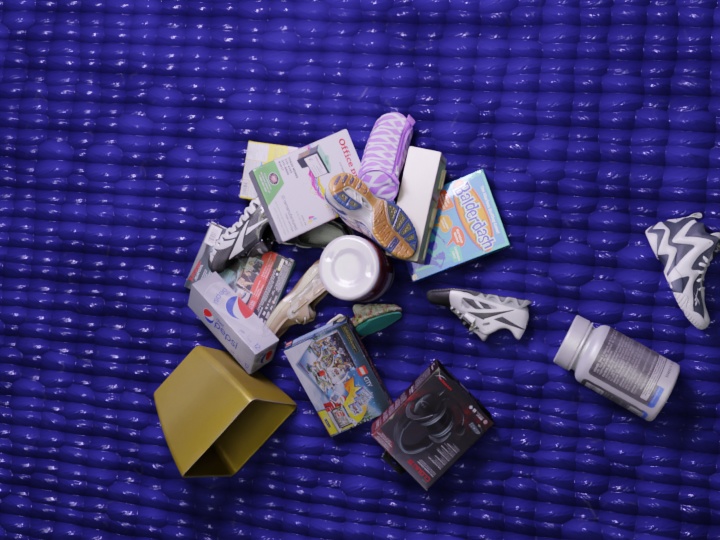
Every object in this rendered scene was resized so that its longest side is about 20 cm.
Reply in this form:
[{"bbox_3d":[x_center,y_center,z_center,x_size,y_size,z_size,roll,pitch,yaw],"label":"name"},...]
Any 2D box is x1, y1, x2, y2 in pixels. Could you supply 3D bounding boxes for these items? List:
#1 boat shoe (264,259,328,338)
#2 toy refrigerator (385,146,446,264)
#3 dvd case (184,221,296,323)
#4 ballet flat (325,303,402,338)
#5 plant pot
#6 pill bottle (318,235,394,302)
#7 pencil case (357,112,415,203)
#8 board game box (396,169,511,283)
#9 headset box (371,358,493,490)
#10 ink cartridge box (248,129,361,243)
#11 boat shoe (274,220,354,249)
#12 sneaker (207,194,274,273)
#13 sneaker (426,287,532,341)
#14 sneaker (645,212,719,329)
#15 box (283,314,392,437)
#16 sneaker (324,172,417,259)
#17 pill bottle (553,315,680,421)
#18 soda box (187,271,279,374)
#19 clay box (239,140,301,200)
[{"bbox_3d":[-0.117,0.073,1.787,0.065,0.072,0.201,41,93,10],"label":"boat shoe"},{"bbox_3d":[0.107,-0.118,1.694,0.069,0.076,0.204,12,88,15],"label":"toy refrigerator"},{"bbox_3d":[-0.243,0.008,1.844,0.197,0.022,0.148,24,93,13],"label":"dvd case"},{"bbox_3d":[-0.016,0.104,1.762,0.198,0.076,0.065,-30,63,7],"label":"ballet flat"},{"bbox_3d":[-0.276,0.260,1.759,0.200,0.200,0.177,-47,68,7],"label":"plant pot"},{"bbox_3d":[0.000,0.000,1.695,0.112,0.200,0.117,-1,87,12],"label":"pill bottle"},{"bbox_3d":[0.048,-0.211,1.702,0.085,0.202,0.084,-31,120,34],"label":"pencil case"},{"bbox_3d":[0.168,-0.083,1.739,0.197,0.045,0.154,-22,82,11],"label":"board game box"},{"bbox_3d":[0.125,0.291,1.698,0.149,0.077,0.200,45,96,-3],"label":"headset box"},{"bbox_3d":[-0.090,-0.158,1.721,0.197,0.084,0.147,-25,95,-12],"label":"ink cartridge box"},{"bbox_3d":[-0.109,-0.083,1.796,0.196,0.060,0.077,7,89,14],"label":"boat shoe"},{"bbox_3d":[-0.220,-0.054,1.786,0.091,0.066,0.200,47,107,16],"label":"sneaker"},{"bbox_3d":[0.214,0.083,1.704,0.196,0.074,0.090,10,87,14],"label":"sneaker"},{"bbox_3d":[0.601,-0.009,1.614,0.128,0.079,0.202,-27,71,19],"label":"sneaker"},{"bbox_3d":[-0.040,0.201,1.736,0.135,0.038,0.202,-24,107,10],"label":"box"},{"bbox_3d":[0.019,-0.095,1.647,0.200,0.088,0.075,44,71,-5],"label":"sneaker"},{"bbox_3d":[0.450,0.169,1.624,0.198,0.114,0.115,29,94,13],"label":"pill bottle"},{"bbox_3d":[-0.248,0.099,1.771,0.200,0.063,0.069,44,139,20],"label":"soda box"},{"bbox_3d":[-0.133,-0.185,1.815,0.196,0.048,0.117,10,89,12],"label":"clay box"}]
